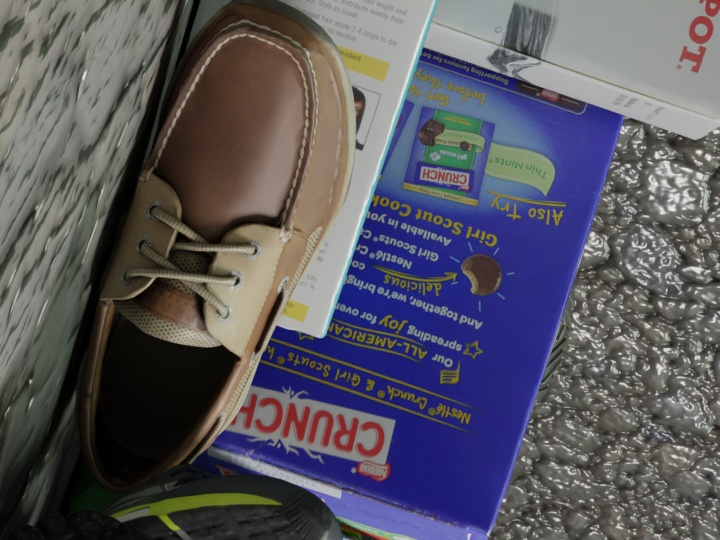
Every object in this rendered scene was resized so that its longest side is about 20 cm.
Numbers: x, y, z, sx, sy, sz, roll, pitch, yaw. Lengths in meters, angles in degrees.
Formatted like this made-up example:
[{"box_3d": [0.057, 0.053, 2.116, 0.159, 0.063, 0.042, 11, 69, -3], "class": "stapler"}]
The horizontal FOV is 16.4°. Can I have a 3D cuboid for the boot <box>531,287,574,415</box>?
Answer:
[{"box_3d": [0.005, 0.048, 1.420, 0.073, 0.200, 0.182, 36, 79, -50], "class": "boot"}]

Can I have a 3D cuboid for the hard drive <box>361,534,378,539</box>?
[{"box_3d": [-0.005, 0.123, 1.204, 0.200, 0.026, 0.132, -38, -146, 52], "class": "hard drive"}]

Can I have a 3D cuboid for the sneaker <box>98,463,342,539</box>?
[{"box_3d": [-0.062, 0.097, 0.860, 0.081, 0.074, 0.200, -52, -166, -33], "class": "sneaker"}]

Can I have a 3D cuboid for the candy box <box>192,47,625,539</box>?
[{"box_3d": [0.000, 0.000, 1.030, 0.077, 0.169, 0.200, 100, 10, -70], "class": "candy box"}]

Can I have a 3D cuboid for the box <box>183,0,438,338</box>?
[{"box_3d": [-0.021, -0.079, 0.920, 0.049, 0.082, 0.200, -71, -179, -62], "class": "box"}]

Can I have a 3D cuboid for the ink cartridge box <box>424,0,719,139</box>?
[{"box_3d": [0.069, -0.151, 0.980, 0.084, 0.200, 0.146, 109, 1, -87], "class": "ink cartridge box"}]

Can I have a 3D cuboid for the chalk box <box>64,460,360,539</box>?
[{"box_3d": [-0.088, 0.186, 1.092, 0.124, 0.124, 0.200, 96, 12, -87], "class": "chalk box"}]

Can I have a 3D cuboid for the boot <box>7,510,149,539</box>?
[{"box_3d": [-0.117, 0.192, 0.771, 0.158, 0.079, 0.212, 119, -17, -57], "class": "boot"}]

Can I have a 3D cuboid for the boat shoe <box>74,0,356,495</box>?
[{"box_3d": [-0.054, -0.001, 0.887, 0.072, 0.076, 0.200, -65, 173, -58], "class": "boat shoe"}]

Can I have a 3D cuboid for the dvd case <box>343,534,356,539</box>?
[{"box_3d": [-0.024, 0.178, 1.018, 0.200, 0.022, 0.146, 27, 84, -44], "class": "dvd case"}]
